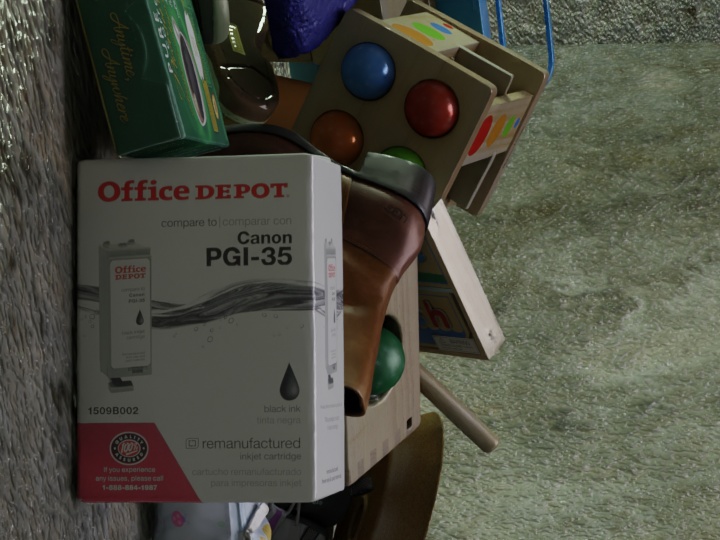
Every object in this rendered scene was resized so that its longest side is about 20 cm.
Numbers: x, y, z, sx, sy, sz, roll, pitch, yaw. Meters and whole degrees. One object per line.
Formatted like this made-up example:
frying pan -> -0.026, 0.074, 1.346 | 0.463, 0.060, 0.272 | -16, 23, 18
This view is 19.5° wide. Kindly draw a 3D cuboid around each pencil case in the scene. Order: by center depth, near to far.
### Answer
pencil case -> -0.104, 0.102, 1.409 | 0.091, 0.083, 0.200 | -141, -136, -61

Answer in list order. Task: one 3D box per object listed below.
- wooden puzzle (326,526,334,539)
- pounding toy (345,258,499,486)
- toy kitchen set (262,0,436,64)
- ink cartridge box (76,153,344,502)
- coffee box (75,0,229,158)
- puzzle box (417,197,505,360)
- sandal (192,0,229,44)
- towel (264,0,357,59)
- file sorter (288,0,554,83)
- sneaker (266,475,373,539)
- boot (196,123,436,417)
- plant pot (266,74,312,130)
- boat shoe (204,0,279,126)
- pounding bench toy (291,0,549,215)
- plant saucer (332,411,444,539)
wooden puzzle -> -0.064, 0.298, 1.721 | 0.185, 0.037, 0.200 | -83, -163, -60
pounding toy -> -0.021, 0.054, 1.482 | 0.142, 0.200, 0.184 | -36, 131, -50
toy kitchen set -> -0.063, -0.256, 1.644 | 0.163, 0.180, 0.200 | -35, 123, -48
ink cartridge box -> -0.088, 0.033, 1.222 | 0.083, 0.146, 0.200 | 10, 79, -79
coffee box -> -0.126, -0.129, 1.273 | 0.200, 0.044, 0.123 | -42, 117, -85
puzzle box -> 0.000, 0.000, 1.531 | 0.025, 0.200, 0.133 | -50, 128, -34
sandal -> -0.093, -0.231, 1.437 | 0.080, 0.057, 0.201 | 85, -3, -52
towel -> -0.037, -0.264, 1.450 | 0.148, 0.049, 0.200 | -53, 147, -39
file sorter -> 0.049, -0.207, 1.780 | 0.123, 0.200, 0.139 | -37, 126, -48
sneaker -> -0.061, 0.162, 1.599 | 0.200, 0.140, 0.078 | 82, 8, -67
boot -> -0.061, 0.004, 1.344 | 0.069, 0.188, 0.200 | 95, 13, -50
plant pot -> -0.055, -0.073, 1.728 | 0.200, 0.140, 0.200 | 0, 90, -85
boat shoe -> -0.112, -0.159, 1.555 | 0.076, 0.072, 0.200 | -54, -153, 31
pounding bench toy -> 0.023, -0.082, 1.553 | 0.200, 0.124, 0.156 | -64, 165, 19
plant saucer -> 0.012, 0.201, 1.640 | 0.200, 0.035, 0.200 | -161, -90, -80
